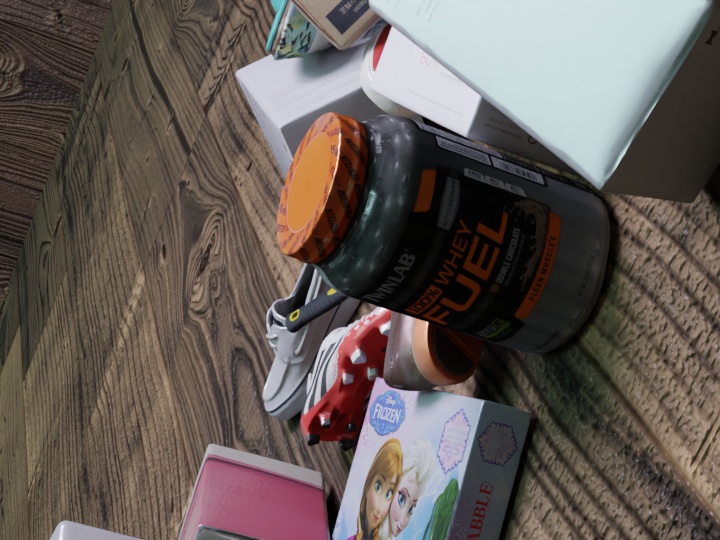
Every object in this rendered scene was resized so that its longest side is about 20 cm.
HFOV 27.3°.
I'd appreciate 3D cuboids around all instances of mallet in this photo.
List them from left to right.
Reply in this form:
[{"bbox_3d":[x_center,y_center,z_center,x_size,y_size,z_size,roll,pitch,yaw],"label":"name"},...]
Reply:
[{"bbox_3d":[0.000,0.000,1.268,0.200,0.041,0.066,-25,49,48],"label":"mallet"}]

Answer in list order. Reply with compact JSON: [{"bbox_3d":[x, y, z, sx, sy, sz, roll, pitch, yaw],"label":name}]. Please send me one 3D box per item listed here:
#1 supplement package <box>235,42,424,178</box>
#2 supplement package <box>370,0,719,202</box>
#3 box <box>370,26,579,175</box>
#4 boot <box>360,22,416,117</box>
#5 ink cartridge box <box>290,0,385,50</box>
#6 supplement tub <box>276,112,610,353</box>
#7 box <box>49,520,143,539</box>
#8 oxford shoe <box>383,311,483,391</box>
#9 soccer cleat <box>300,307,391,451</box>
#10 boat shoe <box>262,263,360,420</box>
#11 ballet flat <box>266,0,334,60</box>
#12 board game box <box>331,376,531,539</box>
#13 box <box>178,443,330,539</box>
[{"bbox_3d":[-0.020,-0.127,1.300,0.116,0.118,0.200,-26,25,-3],"label":"supplement package"},{"bbox_3d":[0.126,-0.145,0.862,0.200,0.117,0.118,43,113,31],"label":"supplement package"},{"bbox_3d":[0.115,-0.191,1.054,0.152,0.106,0.201,37,108,58],"label":"box"},{"bbox_3d":[0.082,-0.213,1.160,0.144,0.072,0.200,-43,8,48],"label":"boot"},{"bbox_3d":[0.036,-0.267,1.218,0.165,0.075,0.200,-43,2,17],"label":"ink cartridge box"},{"bbox_3d":[0.053,-0.027,0.978,0.123,0.199,0.123,-51,30,45],"label":"supplement tub"},{"bbox_3d":[-0.218,0.366,1.347,0.200,0.198,0.172,-54,27,39],"label":"box"},{"bbox_3d":[0.057,-0.004,1.095,0.073,0.071,0.201,-21,41,46],"label":"oxford shoe"},{"bbox_3d":[0.001,0.069,1.223,0.200,0.068,0.086,122,151,-44],"label":"soccer cleat"},{"bbox_3d":[-0.056,0.049,1.378,0.201,0.065,0.074,-64,23,21],"label":"boat shoe"},{"bbox_3d":[-0.044,-0.229,1.308,0.200,0.074,0.075,-91,26,-62],"label":"ballet flat"},{"bbox_3d":[0.037,0.184,1.071,0.200,0.041,0.201,0,74,69],"label":"board game box"},{"bbox_3d":[-0.093,0.238,1.192,0.200,0.108,0.129,-110,37,-79],"label":"box"}]
